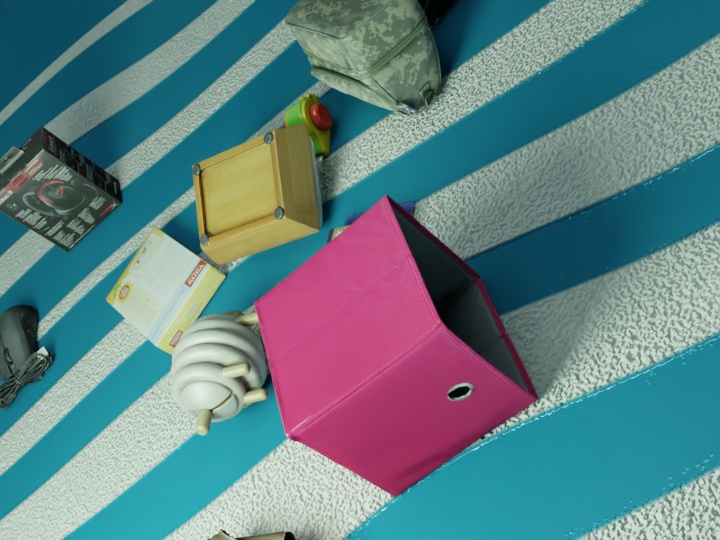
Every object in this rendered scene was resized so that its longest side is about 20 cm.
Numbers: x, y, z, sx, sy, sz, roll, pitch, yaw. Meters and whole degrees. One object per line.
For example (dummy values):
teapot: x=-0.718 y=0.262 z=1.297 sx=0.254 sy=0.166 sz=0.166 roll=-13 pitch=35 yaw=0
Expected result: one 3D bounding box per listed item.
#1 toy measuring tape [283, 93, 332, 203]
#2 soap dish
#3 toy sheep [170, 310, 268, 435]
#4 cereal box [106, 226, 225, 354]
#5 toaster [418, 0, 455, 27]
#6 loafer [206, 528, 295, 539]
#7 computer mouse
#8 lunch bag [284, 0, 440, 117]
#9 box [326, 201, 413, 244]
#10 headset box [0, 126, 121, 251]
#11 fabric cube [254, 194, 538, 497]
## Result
toy measuring tape: x=-0.080 y=-0.187 z=1.456 sx=0.073 sy=0.073 sz=0.202 roll=-22 pitch=49 yaw=30
soap dish: x=-0.153 y=-0.109 z=1.426 sx=0.199 sy=0.081 sz=0.159 roll=-17 pitch=74 yaw=34
toy sheep: x=-0.181 y=0.127 z=1.288 sx=0.137 sy=0.138 sz=0.201 roll=-26 pitch=29 yaw=27
cereal box: x=-0.303 y=0.027 z=1.534 sx=0.199 sy=0.039 sz=0.145 roll=30 pitch=85 yaw=48
toaster: x=0.082 y=-0.478 z=1.414 sx=0.181 sy=0.200 sz=0.119 roll=-49 pitch=46 yaw=5
loafer: x=-0.094 y=0.330 z=1.121 sx=0.199 sy=0.073 sz=0.071 roll=11 pitch=60 yaw=41
computer mouse: x=-0.600 y=0.127 z=1.727 sx=0.138 sy=0.053 sz=0.201 roll=-42 pitch=42 yaw=14
lunch bag: x=0.013 y=-0.307 z=1.383 sx=0.139 sy=0.168 sz=0.200 roll=-45 pitch=39 yaw=-11
box: x=0.000 y=0.000 z=1.284 sx=0.120 sy=0.032 sz=0.202 roll=-11 pitch=55 yaw=37
headset box: x=-0.545 y=-0.146 z=1.754 sx=0.148 sy=0.200 sz=0.075 roll=-39 pitch=43 yaw=16
fabric cube: x=0.034 y=0.085 z=1.069 sx=0.199 sy=0.196 sz=0.201 roll=-37 pitch=44 yaw=16
